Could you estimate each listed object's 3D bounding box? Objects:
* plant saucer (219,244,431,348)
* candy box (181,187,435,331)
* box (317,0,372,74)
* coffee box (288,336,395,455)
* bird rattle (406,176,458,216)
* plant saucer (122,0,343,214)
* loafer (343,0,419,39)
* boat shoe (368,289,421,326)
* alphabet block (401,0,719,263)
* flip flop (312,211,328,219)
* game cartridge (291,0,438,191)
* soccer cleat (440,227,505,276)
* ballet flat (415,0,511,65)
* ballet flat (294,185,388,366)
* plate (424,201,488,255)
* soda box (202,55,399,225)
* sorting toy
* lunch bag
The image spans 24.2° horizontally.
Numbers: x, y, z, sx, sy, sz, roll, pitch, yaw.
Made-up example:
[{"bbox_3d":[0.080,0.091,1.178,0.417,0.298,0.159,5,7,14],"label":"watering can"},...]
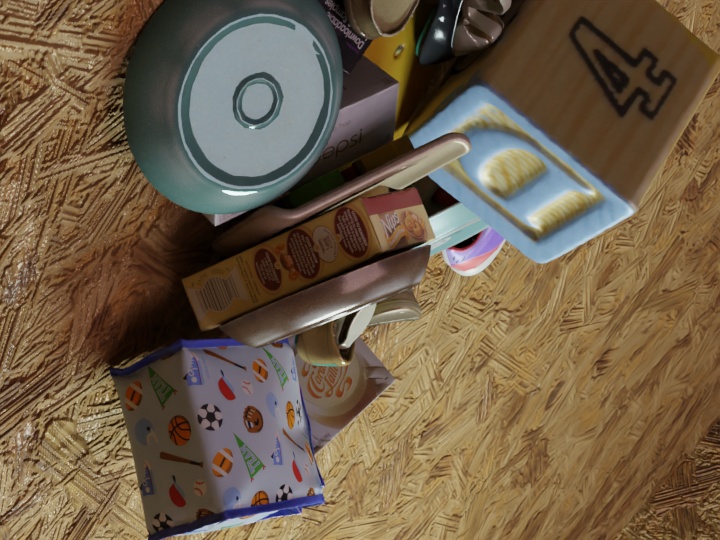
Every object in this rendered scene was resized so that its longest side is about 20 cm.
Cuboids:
[{"bbox_3d":[-0.026,0.027,1.478,0.200,0.032,0.200,-22,177,-1],"label":"plant saucer"},{"bbox_3d":[-0.046,-0.010,1.502,0.200,0.055,0.115,-23,177,27],"label":"candy box"},{"bbox_3d":[0.002,-0.276,1.383,0.200,0.036,0.143,-56,146,1],"label":"box"},{"bbox_3d":[-0.078,0.136,1.683,0.200,0.114,0.080,-40,-179,-29],"label":"coffee box"},{"bbox_3d":[0.112,-0.107,1.772,0.200,0.113,0.163,-26,160,-43],"label":"bird rattle"},{"bbox_3d":[-0.088,-0.135,1.314,0.200,0.036,0.200,-14,116,-31],"label":"plant saucer"},{"bbox_3d":[0.050,-0.274,1.351,0.076,0.067,0.200,1,118,-50],"label":"loafer"},{"bbox_3d":[0.020,0.025,1.741,0.071,0.065,0.200,-8,178,-5],"label":"boat shoe"},{"bbox_3d":[0.190,-0.158,1.612,0.200,0.196,0.195,-56,-169,-27],"label":"alphabet block"},{"bbox_3d":[-0.027,-0.015,1.670,0.200,0.058,0.081,-23,143,-53],"label":"flip flop"},{"bbox_3d":[0.006,-0.170,1.569,0.176,0.032,0.200,-12,134,-58],"label":"game cartridge"},{"bbox_3d":[0.163,-0.085,1.934,0.200,0.068,0.073,-52,152,-2],"label":"soccer cleat"},{"bbox_3d":[0.098,-0.237,1.493,0.073,0.073,0.200,-40,162,-31],"label":"ballet flat"},{"bbox_3d":[0.000,0.000,1.608,0.069,0.063,0.200,24,83,-53],"label":"ballet flat"},{"bbox_3d":[0.099,-0.046,1.780,0.200,0.026,0.200,-27,175,-3],"label":"plate"},{"bbox_3d":[-0.063,-0.116,1.426,0.200,0.064,0.068,-28,143,-31],"label":"soda box"},{"bbox_3d":[-0.022,-0.072,1.487,0.200,0.037,0.185,-23,179,-23],"label":"sorting toy"},{"bbox_3d":[-0.118,0.151,1.541,0.124,0.170,0.200,-19,171,35],"label":"lunch bag"}]
